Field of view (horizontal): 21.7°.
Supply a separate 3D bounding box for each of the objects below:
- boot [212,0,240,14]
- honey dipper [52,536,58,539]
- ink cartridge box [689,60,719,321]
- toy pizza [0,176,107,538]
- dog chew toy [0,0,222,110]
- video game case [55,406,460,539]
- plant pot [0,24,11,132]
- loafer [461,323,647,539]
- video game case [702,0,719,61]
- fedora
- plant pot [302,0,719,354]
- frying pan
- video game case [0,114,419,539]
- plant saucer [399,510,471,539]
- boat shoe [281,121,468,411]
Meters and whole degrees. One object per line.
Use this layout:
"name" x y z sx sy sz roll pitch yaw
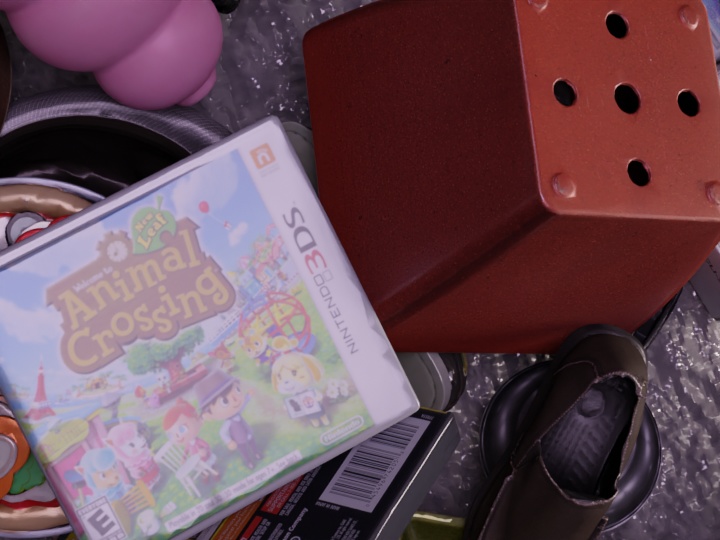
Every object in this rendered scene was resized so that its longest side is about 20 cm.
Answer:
"boot" -0.046 -0.224 1.144 0.210 0.079 0.158 21 74 1
"honey dipper" -0.095 0.113 1.130 0.199 0.038 0.038 -26 91 -11
"ink cartridge box" 0.279 -0.079 1.202 0.200 0.084 0.145 -33 93 -13
"toy pizza" -0.185 0.050 1.028 0.199 0.032 0.201 0 95 -4
"dog chew toy" -0.151 -0.166 1.018 0.125 0.124 0.200 -49 117 -12
"video game case" -0.067 0.138 1.041 0.200 0.180 0.026 -54 141 -36
"plant pot" -0.309 -0.129 0.987 0.186 0.200 0.188 -4 70 12
"loafer" 0.110 0.128 1.088 0.073 0.071 0.201 18 98 -3
"video game case" 0.197 -0.233 1.219 0.182 0.024 0.200 -34 87 -13
"fedora" -0.152 -0.015 1.099 0.199 0.090 0.178 4 83 -6
"plant pot" 0.103 -0.069 1.075 0.199 0.176 0.201 2 74 -30
"frying pan" 0.161 0.087 1.167 0.190 0.031 0.115 -32 72 -16
"video game case" -0.092 0.041 1.013 0.199 0.022 0.183 -28 95 -12
"plant saucer" 0.096 0.260 1.153 0.199 0.048 0.201 11 83 -11
"boat shoe" 0.000 0.000 1.149 0.072 0.061 0.202 -28 87 27
